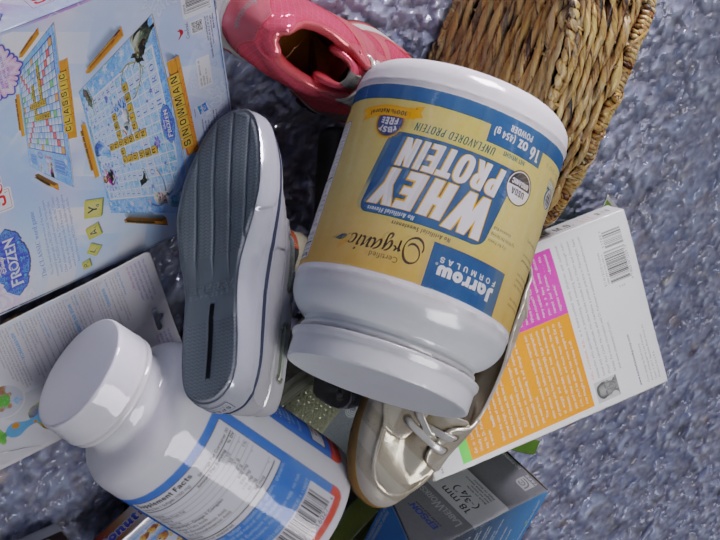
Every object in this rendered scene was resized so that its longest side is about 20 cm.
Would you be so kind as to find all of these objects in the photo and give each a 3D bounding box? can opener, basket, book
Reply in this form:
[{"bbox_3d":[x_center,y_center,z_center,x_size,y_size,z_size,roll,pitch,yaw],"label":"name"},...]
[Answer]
[{"bbox_3d":[0.000,0.000,1.523,0.067,0.053,0.201,2,92,-49],"label":"can opener"},{"bbox_3d":[0.143,-0.130,1.529,0.149,0.143,0.201,9,112,-40],"label":"basket"},{"bbox_3d":[0.113,0.049,1.520,0.199,0.048,0.134,-20,104,-19],"label":"book"}]

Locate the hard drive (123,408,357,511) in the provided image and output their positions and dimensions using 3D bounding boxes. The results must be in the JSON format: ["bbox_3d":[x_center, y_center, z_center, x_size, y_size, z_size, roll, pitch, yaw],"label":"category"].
[{"bbox_3d":[-0.081,0.168,1.628,0.199,0.033,0.140,-25,130,-24],"label":"hard drive"}]

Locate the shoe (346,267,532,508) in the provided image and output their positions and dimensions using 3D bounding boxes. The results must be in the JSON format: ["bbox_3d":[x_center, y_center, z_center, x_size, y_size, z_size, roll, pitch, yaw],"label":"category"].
[{"bbox_3d":[0.056,0.071,1.449,0.070,0.053,0.200,35,78,-19],"label":"shoe"}]

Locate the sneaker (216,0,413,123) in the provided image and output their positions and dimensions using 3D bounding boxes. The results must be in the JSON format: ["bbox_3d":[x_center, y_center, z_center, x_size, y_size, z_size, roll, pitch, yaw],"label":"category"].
[{"bbox_3d":[-0.019,-0.133,1.441,0.200,0.087,0.074,23,103,-44],"label":"sneaker"}]

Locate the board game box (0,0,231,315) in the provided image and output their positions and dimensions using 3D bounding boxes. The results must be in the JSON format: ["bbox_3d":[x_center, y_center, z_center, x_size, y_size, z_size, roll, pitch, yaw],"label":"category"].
[{"bbox_3d":[-0.178,-0.093,1.377,0.199,0.041,0.201,-25,130,-24],"label":"board game box"}]

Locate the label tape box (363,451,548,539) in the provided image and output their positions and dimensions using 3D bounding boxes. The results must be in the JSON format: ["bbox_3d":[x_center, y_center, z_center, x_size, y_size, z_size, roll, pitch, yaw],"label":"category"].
[{"bbox_3d":[0.037,0.226,1.632,0.200,0.063,0.145,-20,145,-46],"label":"label tape box"}]

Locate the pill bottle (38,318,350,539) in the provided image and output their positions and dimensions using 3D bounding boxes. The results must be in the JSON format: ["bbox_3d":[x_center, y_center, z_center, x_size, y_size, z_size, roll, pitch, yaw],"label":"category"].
[{"bbox_3d":[-0.112,0.117,1.430,0.200,0.112,0.112,37,92,-28],"label":"pill bottle"}]

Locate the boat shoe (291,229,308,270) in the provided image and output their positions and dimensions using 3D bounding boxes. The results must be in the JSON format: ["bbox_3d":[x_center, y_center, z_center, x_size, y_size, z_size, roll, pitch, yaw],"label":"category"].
[{"bbox_3d":[-0.092,0.060,1.524,0.062,0.071,0.201,9,105,-36],"label":"boat shoe"}]

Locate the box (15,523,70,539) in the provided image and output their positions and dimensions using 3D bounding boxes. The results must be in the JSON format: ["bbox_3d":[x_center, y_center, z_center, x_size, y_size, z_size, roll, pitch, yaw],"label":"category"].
[{"bbox_3d":[-0.246,0.309,1.473,0.198,0.200,0.131,-22,130,-24],"label":"box"}]

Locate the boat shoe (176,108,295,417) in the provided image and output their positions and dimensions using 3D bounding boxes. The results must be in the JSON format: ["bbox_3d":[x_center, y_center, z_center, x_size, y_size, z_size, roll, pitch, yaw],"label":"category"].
[{"bbox_3d":[-0.077,-0.002,1.397,0.067,0.073,0.201,24,69,-51],"label":"boat shoe"}]

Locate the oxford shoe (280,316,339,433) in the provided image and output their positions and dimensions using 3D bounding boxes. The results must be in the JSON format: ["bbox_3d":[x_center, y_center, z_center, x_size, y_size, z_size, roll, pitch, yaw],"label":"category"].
[{"bbox_3d":[-0.041,0.073,1.571,0.200,0.058,0.075,-53,151,-8],"label":"oxford shoe"}]

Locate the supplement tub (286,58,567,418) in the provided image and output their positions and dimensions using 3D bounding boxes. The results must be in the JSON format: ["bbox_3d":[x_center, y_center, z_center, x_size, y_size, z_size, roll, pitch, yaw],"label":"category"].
[{"bbox_3d":[0.041,-0.020,1.379,0.144,0.144,0.201,29,74,-45],"label":"supplement tub"}]

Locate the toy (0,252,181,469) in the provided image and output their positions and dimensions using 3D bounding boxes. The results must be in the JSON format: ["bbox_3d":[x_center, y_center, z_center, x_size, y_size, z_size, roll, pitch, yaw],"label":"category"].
[{"bbox_3d":[-0.223,0.064,1.442,0.200,0.047,0.115,-30,135,-15],"label":"toy"}]

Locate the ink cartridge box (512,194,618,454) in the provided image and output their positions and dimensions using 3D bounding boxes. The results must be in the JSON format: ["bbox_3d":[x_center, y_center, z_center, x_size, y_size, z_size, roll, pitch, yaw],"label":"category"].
[{"bbox_3d":[0.127,0.033,1.632,0.201,0.076,0.148,-67,165,-1],"label":"ink cartridge box"}]

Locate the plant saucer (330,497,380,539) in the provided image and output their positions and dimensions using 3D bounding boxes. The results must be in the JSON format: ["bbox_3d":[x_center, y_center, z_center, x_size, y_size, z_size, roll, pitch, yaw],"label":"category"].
[{"bbox_3d":[0.023,0.209,1.700,0.200,0.031,0.200,-37,155,-20],"label":"plant saucer"}]

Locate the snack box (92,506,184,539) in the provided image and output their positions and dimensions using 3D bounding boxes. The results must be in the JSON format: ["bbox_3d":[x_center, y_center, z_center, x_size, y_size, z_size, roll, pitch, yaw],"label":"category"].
[{"bbox_3d":[-0.121,0.234,1.599,0.072,0.024,0.200,-42,135,-7],"label":"snack box"}]
